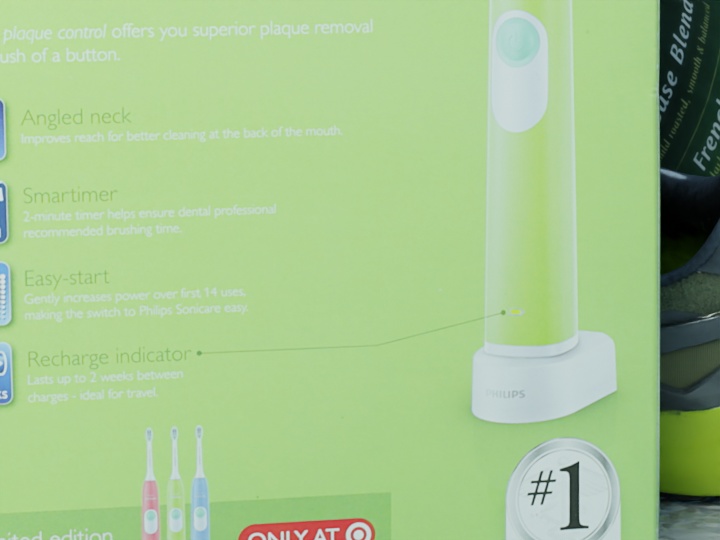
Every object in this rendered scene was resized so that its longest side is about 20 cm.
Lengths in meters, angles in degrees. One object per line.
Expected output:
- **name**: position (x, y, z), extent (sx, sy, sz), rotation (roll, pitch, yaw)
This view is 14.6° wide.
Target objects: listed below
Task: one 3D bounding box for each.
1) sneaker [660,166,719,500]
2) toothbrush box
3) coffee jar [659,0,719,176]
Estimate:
- **sneaker**: position (0.016, -0.005, 0.665), extent (0.200, 0.081, 0.074), rotation (4, 42, 16)
- **toothbrush box**: position (-0.021, -0.033, 0.555), extent (0.146, 0.200, 0.086), rotation (-3, 9, -12)
- **coffee jar**: position (0.055, -0.044, 0.730), extent (0.200, 0.085, 0.104), rotation (28, -18, -28)
